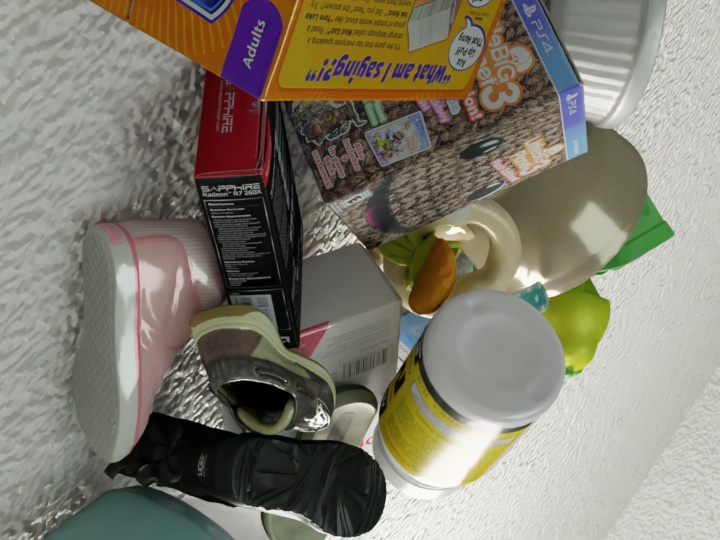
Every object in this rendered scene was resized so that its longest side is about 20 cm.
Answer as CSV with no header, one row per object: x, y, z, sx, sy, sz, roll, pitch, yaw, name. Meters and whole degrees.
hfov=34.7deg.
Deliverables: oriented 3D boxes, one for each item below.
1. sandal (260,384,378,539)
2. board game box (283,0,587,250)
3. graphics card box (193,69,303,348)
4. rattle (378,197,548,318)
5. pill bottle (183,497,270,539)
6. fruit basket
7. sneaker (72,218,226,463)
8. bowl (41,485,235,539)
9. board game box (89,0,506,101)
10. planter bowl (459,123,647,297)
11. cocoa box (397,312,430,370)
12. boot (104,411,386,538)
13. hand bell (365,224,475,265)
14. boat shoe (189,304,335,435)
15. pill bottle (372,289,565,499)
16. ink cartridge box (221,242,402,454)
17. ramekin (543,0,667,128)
-0.033,0.186,1.012,0.080,0.057,0.201,-7,133,-33,sandal
0.063,-0.114,0.884,0.200,0.097,0.159,-25,165,7,board game box
-0.076,-0.048,0.838,0.200,0.051,0.126,81,6,-52,graphics card box
0.114,0.028,1.003,0.130,0.143,0.200,-42,122,-7,rattle
-0.154,0.324,1.097,0.112,0.112,0.200,-17,133,-51,pill bottle
0.227,0.006,1.248,0.155,0.215,0.216,-24,138,-47,fruit basket
-0.150,0.049,0.849,0.104,0.075,0.201,-16,128,-38,sneaker
-0.167,0.249,0.931,0.105,0.200,0.201,-58,156,-28,bowl
-0.031,-0.224,0.634,0.200,0.200,0.200,-12,128,-54,board game box
0.159,-0.091,1.126,0.135,0.200,0.200,40,83,-35,planter bowl
0.117,0.115,1.291,0.200,0.133,0.131,-22,142,-47,cocoa box
-0.095,0.161,0.931,0.198,0.162,0.074,23,75,-45,boot
0.000,0.000,1.068,0.200,0.104,0.104,-44,152,-1,hand bell
-0.071,0.091,0.860,0.201,0.072,0.066,56,27,-58,boat shoe
0.080,0.110,0.947,0.114,0.114,0.200,-39,166,-32,pill bottle
-0.049,0.090,1.016,0.146,0.083,0.200,-18,139,-20,ink cartridge box
0.192,-0.232,1.023,0.202,0.094,0.203,-175,-90,-83,ramekin
